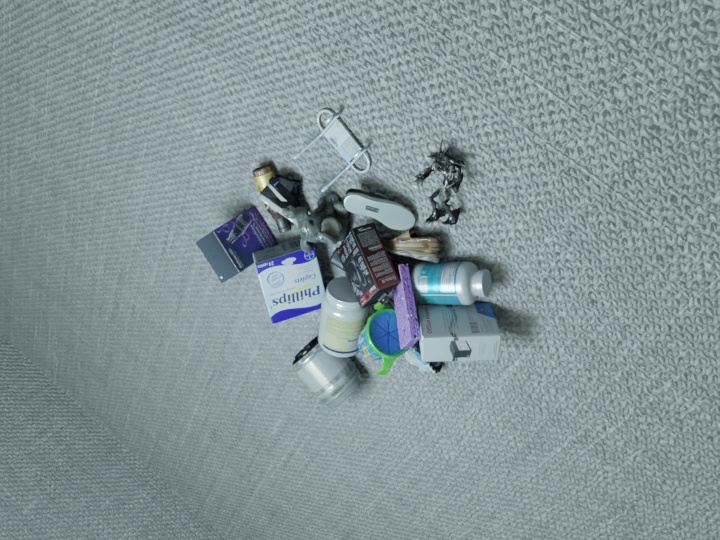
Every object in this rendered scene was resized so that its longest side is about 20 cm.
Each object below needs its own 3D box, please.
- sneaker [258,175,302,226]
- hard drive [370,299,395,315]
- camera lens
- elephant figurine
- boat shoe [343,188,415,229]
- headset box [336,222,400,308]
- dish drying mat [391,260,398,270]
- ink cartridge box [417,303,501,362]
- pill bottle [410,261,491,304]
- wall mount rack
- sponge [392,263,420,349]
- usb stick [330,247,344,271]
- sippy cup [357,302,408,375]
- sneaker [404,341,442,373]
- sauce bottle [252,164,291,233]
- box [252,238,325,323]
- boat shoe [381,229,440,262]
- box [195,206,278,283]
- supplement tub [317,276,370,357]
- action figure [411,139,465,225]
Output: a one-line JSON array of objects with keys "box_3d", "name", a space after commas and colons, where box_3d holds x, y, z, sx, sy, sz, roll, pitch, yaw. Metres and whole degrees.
[{"box_3d": [-0.184, -0.197, 1.771, 0.199, 0.113, 0.073, 34, -179, -24], "name": "sneaker"}, {"box_3d": [0.063, 0.136, 1.838, 0.199, 0.025, 0.133, 33, 130, 13], "name": "hard drive"}, {"box_3d": [-0.108, 0.318, 1.969, 0.201, 0.160, 0.160, 49, 132, -2], "name": "camera lens"}, {"box_3d": [-0.121, -0.116, 1.691, 0.154, 0.200, 0.142, 36, 130, 9], "name": "elephant figurine"}, {"box_3d": [0.053, -0.170, 1.630, 0.197, 0.064, 0.071, 20, 124, -8], "name": "boat shoe"}, {"box_3d": [0.022, -0.003, 1.662, 0.202, 0.076, 0.149, 65, 154, 14], "name": "headset box"}, {"box_3d": [0.094, 0.002, 1.728, 0.200, 0.018, 0.077, 46, 157, 2], "name": "dish drying mat"}, {"box_3d": [0.250, 0.159, 1.599, 0.197, 0.146, 0.085, -1, 122, 1], "name": "ink cartridge box"}, {"box_3d": [0.237, 0.033, 1.606, 0.198, 0.111, 0.112, 0, 117, 33], "name": "pill bottle"}, {"box_3d": [-0.076, -0.314, 1.626, 0.201, 0.075, 0.173, 50, 132, -1], "name": "wall mount rack"}, {"box_3d": [0.117, 0.096, 1.629, 0.112, 0.029, 0.203, 118, 146, -68], "name": "sponge"}, {"box_3d": [0.000, 0.000, 1.774, 0.199, 0.056, 0.033, 32, 172, 19], "name": "usb stick"}, {"box_3d": [0.056, 0.189, 1.707, 0.139, 0.178, 0.130, 42, 149, -3], "name": "sippy cup"}, {"box_3d": [0.151, 0.228, 1.788, 0.086, 0.075, 0.201, -15, 119, 42], "name": "sneaker"}, {"box_3d": [-0.256, -0.208, 1.814, 0.065, 0.066, 0.202, -6, 111, 35], "name": "sauce bottle"}, {"box_3d": [-0.206, 0.027, 1.833, 0.181, 0.105, 0.203, -17, 115, -9], "name": "box"}, {"box_3d": [0.133, -0.071, 1.647, 0.198, 0.075, 0.073, 13, 94, 37], "name": "boat shoe"}, {"box_3d": [-0.373, -0.080, 1.877, 0.104, 0.200, 0.149, -25, 103, 40], "name": "box"}, {"box_3d": [-0.047, 0.135, 1.796, 0.144, 0.145, 0.202, 23, 127, 20], "name": "supplement tub"}, {"box_3d": [0.195, -0.207, 1.497, 0.118, 0.102, 0.203, 18, 128, 37], "name": "action figure"}]
